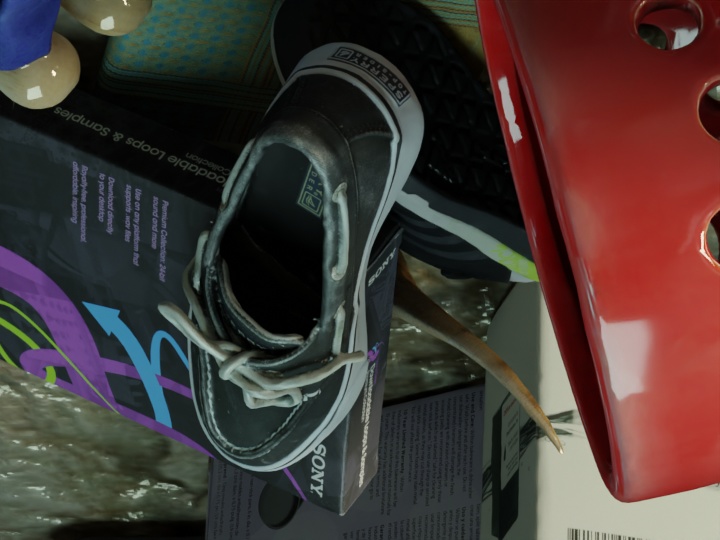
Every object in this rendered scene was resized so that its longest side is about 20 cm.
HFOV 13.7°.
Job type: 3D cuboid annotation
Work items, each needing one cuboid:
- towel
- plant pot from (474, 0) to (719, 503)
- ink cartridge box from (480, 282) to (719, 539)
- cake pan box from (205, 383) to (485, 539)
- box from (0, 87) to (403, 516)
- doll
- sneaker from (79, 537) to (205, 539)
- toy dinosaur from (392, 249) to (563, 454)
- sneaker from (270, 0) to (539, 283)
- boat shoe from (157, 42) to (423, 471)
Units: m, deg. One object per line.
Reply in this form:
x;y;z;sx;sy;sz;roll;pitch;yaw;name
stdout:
-0.015;-0.100;1.110;0.146;0.022;0.200;9;152;-12;towel
0.145;-0.040;1.022;0.182;0.201;0.201;-17;150;0;plant pot
0.129;0.106;1.289;0.146;0.200;0.083;11;153;-14;ink cartridge box
0.012;0.158;1.389;0.184;0.200;0.052;-18;143;27;cake pan box
-0.082;0.004;1.168;0.200;0.036;0.143;22;138;16;box
-0.079;-0.132;0.950;0.048;0.136;0.200;39;152;5;doll
-0.076;0.184;1.545;0.199;0.083;0.072;-6;151;14;sneaker
0.000;0.000;1.192;0.106;0.061;0.200;19;-172;-33;toy dinosaur
0.014;-0.037;1.130;0.083;0.072;0.200;-13;148;32;sneaker
-0.030;0.012;1.060;0.074;0.068;0.200;33;136;7;boat shoe
